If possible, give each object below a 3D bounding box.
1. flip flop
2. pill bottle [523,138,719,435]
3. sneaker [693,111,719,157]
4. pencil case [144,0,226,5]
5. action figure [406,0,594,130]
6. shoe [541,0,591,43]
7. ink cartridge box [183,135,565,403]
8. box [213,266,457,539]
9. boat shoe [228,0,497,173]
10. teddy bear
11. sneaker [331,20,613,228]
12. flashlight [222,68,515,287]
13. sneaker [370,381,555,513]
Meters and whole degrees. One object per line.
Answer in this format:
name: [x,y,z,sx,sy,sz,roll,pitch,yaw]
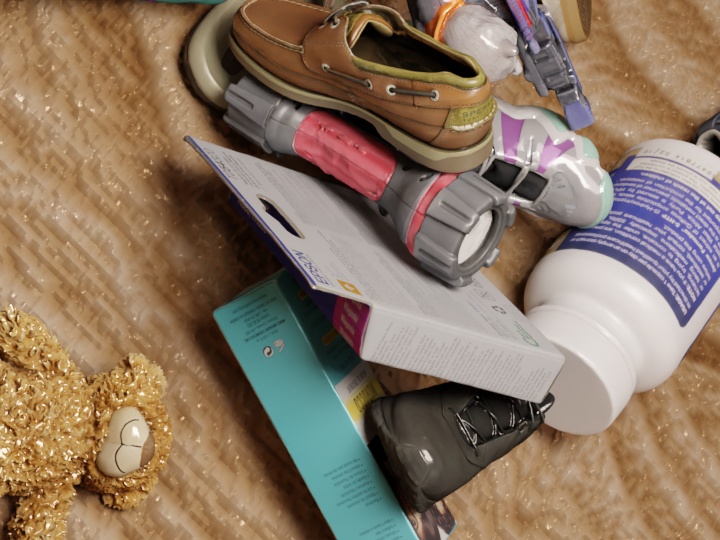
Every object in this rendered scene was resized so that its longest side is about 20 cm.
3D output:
flip flop: [-0.047,-0.187,1.485,0.081,0.058,0.200,45,56,-15]
pill bottle: [0.182,0.013,1.541,0.120,0.120,0.200,49,55,-12]
sneaker: [0.325,-0.041,1.673,0.203,0.077,0.146,53,42,2]
pencil case: [-0.164,-0.212,1.397,0.199,0.092,0.085,0,118,-35]
action figure: [0.069,-0.164,1.450,0.200,0.104,0.194,60,7,-31]
shoe: [0.123,-0.259,1.634,0.070,0.053,0.201,-9,84,-69]
ink cartridge box: [0.000,0.000,1.379,0.200,0.196,0.043,16,110,-35]
box: [-0.014,0.094,1.403,0.200,0.049,0.082,61,18,-4]
boat shoe: [0.003,-0.135,1.382,0.200,0.068,0.072,27,49,26]
teddy bear: [-0.195,0.093,1.292,0.200,0.067,0.145,25,66,-25]
sneaker: [0.060,-0.068,1.479,0.200,0.078,0.140,34,44,10]
flashlight: [0.000,-0.065,1.399,0.200,0.068,0.068,33,56,24]
sneaker: [0.067,0.092,1.405,0.076,0.091,0.200,64,18,-2]
